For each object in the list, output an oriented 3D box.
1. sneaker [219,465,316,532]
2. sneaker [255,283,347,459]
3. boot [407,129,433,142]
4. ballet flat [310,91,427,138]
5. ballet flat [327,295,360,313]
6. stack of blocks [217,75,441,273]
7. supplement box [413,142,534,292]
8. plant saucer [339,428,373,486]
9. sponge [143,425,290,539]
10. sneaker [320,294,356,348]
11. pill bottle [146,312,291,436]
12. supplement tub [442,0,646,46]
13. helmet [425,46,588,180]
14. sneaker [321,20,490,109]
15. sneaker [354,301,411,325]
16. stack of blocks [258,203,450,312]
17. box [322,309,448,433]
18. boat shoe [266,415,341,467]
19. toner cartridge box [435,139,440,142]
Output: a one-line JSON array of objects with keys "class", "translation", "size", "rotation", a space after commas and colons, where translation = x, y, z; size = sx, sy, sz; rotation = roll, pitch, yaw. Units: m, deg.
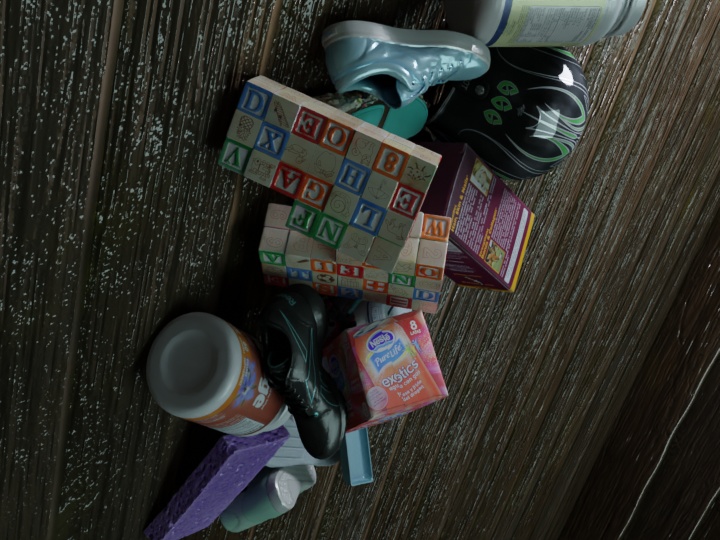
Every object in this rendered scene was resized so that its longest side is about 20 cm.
[{"class": "sneaker", "translation": [-0.136, 0.300, 1.441], "size": [0.117, 0.075, 0.200], "rotation": [-25, -179, 14]}, {"class": "sneaker", "translation": [-0.071, 0.119, 1.122], "size": [0.079, 0.075, 0.203], "rotation": [-29, 112, -50]}, {"class": "boot", "translation": [0.017, -0.080, 1.226], "size": [0.199, 0.065, 0.167], "rotation": [-22, 110, -54]}, {"class": "ballet flat", "translation": [0.005, -0.178, 1.132], "size": [0.199, 0.064, 0.076], "rotation": [-17, 135, -56]}, {"class": "ballet flat", "translation": [0.000, 0.000, 1.265], "size": [0.074, 0.072, 0.200], "rotation": [-66, 167, 18]}, {"class": "stack of blocks", "translation": [-0.034, -0.094, 0.999], "size": [0.059, 0.198, 0.116], "rotation": [-61, 175, -72]}, {"class": "supplement box", "translation": [0.125, -0.062, 1.256], "size": [0.200, 0.085, 0.112], "rotation": [36, 67, -49]}, {"class": "plant saucer", "translation": [-0.015, 0.197, 1.435], "size": [0.070, 0.019, 0.203], "rotation": [11, 70, -63]}, {"class": "sponge", "translation": [-0.179, 0.266, 1.280], "size": [0.200, 0.030, 0.111], "rotation": [-50, 157, 27]}, {"class": "sneaker", "translation": [-0.059, 0.100, 1.327], "size": [0.080, 0.075, 0.201], "rotation": [17, 123, -20]}, {"class": "pill bottle", "translation": [-0.146, 0.124, 1.152], "size": [0.113, 0.112, 0.200], "rotation": [-55, 155, -3]}, {"class": "supplement tub", "translation": [0.203, -0.323, 1.139], "size": [0.197, 0.146, 0.146], "rotation": [-5, 132, -17]}, {"class": "helmet", "translation": [0.187, -0.204, 1.261], "size": [0.202, 0.189, 0.201], "rotation": [-61, -168, 23]}, {"class": "sneaker", "translation": [0.051, -0.206, 1.083], "size": [0.197, 0.083, 0.074], "rotation": [0, 168, -24]}, {"class": "sneaker", "translation": [0.023, 0.039, 1.405], "size": [0.200, 0.070, 0.074], "rotation": [-35, 115, -71]}, {"class": "stack of blocks", "translation": [-0.007, -0.019, 1.114], "size": [0.116, 0.197, 0.059], "rotation": [90, 10, -64]}, {"class": "box", "translation": [0.016, 0.122, 1.180], "size": [0.093, 0.104, 0.200], "rotation": [-14, 169, -17]}, {"class": "boat shoe", "translation": [-0.103, 0.226, 1.391], "size": [0.199, 0.062, 0.073], "rotation": [24, 90, -46]}, {"class": "toner cartridge box", "translation": [0.110, -0.111, 1.413], "size": [0.202, 0.043, 0.095], "rotation": [-61, 153, 7]}]
